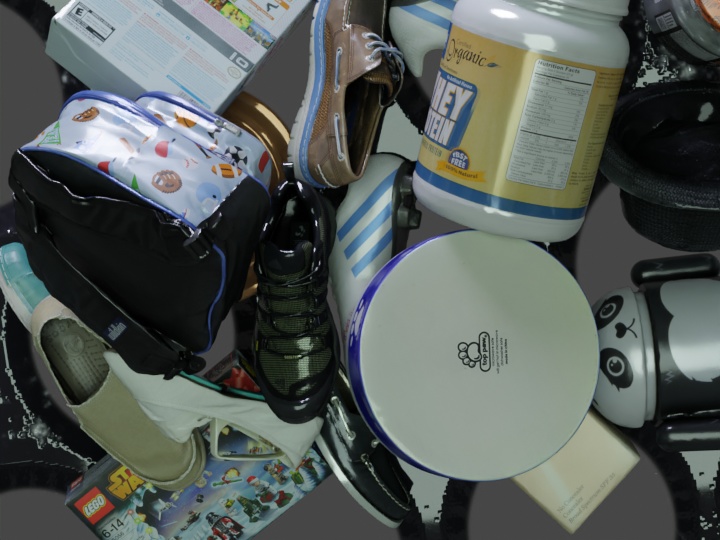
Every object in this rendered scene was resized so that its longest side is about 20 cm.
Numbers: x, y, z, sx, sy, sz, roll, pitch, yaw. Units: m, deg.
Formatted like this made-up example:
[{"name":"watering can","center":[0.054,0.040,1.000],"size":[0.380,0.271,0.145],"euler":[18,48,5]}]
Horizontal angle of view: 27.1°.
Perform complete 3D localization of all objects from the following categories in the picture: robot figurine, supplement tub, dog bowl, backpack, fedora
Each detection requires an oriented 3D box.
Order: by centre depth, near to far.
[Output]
[{"name":"backpack","center":[-0.167,-0.048,1.133],"size":[0.189,0.155,0.201],"euler":[26,140,3]},{"name":"supplement tub","center":[0.130,-0.138,1.181],"size":[0.143,0.145,0.202],"euler":[14,105,1]},{"name":"supplement tub","center":[0.297,-0.226,1.186],"size":[0.121,0.200,0.124],"euler":[0,95,2]},{"name":"dog bowl","center":[0.089,0.068,1.201],"size":[0.198,0.079,0.203],"euler":[1,86,-7]},{"name":"fedora","center":[0.287,-0.077,1.245],"size":[0.198,0.202,0.092],"euler":[4,130,2]},{"name":"robot figurine","center":[0.283,0.067,1.254],"size":[0.197,0.150,0.126],"euler":[-5,109,3]}]

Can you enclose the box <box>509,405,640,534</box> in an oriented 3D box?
[{"name":"box","center":[0.136,0.121,1.290],"size":[0.200,0.078,0.095],"euler":[41,96,-2]}]

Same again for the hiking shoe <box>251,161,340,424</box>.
[{"name":"hiking shoe","center":[-0.060,0.019,1.192],"size":[0.075,0.101,0.202],"euler":[-6,71,12]}]

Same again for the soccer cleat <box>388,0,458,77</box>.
[{"name":"soccer cleat","center":[0.124,-0.217,1.269],"size":[0.198,0.070,0.087],"euler":[-10,106,9]}]

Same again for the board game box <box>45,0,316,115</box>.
[{"name":"board game box","center":[-0.139,-0.213,1.229],"size":[0.147,0.064,0.201],"euler":[38,63,-1]}]

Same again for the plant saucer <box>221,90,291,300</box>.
[{"name":"plant saucer","center":[-0.144,-0.066,1.310],"size":[0.198,0.032,0.203],"euler":[0,95,3]}]

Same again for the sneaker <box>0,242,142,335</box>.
[{"name":"sneaker","center":[-0.237,0.045,1.309],"size":[0.080,0.071,0.201],"euler":[-38,101,5]}]

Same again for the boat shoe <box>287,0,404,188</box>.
[{"name":"boat shoe","center":[0.000,-0.165,1.244],"size":[0.072,0.072,0.202],"euler":[9,88,38]}]

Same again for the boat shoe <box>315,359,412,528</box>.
[{"name":"boat shoe","center":[-0.011,0.131,1.301],"size":[0.060,0.076,0.201],"euler":[-37,94,12]}]

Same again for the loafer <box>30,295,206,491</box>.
[{"name":"loafer","center":[-0.209,0.106,1.242],"size":[0.076,0.068,0.200],"euler":[-43,91,6]}]

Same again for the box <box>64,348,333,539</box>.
[{"name":"box","center":[-0.141,0.184,1.314],"size":[0.199,0.040,0.137],"euler":[-39,107,6]}]

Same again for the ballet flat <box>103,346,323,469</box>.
[{"name":"ballet flat","center":[-0.122,0.117,1.217],"size":[0.198,0.069,0.070],"euler":[20,97,-25]}]

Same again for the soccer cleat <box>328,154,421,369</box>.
[{"name":"soccer cleat","center":[0.000,0.000,1.285],"size":[0.085,0.070,0.202],"euler":[8,87,20]}]
